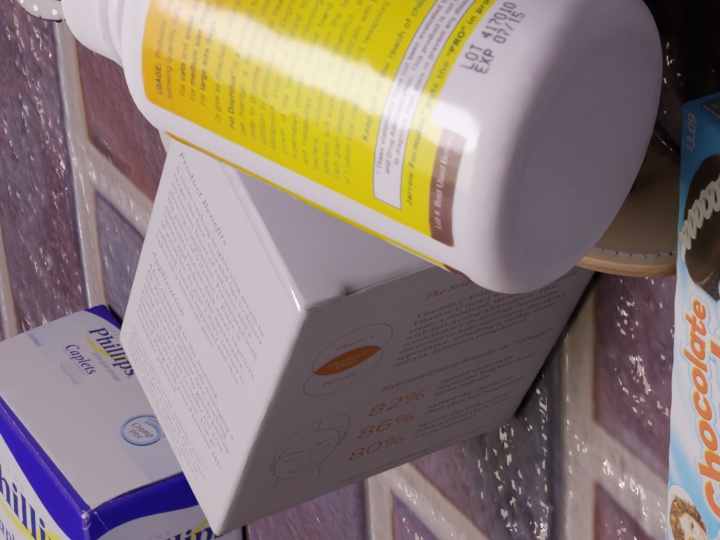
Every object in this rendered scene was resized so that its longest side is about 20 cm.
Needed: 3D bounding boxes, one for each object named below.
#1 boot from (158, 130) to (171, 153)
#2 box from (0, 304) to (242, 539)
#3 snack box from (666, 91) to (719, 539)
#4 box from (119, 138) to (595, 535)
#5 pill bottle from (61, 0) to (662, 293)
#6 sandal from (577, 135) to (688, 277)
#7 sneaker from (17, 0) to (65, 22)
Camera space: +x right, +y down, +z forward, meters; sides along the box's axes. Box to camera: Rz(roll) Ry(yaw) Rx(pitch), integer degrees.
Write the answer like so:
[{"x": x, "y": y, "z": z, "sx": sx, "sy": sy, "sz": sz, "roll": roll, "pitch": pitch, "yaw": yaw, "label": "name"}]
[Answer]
[{"x": -0.086, "y": -0.134, "z": 1.210, "sx": 0.144, "sy": 0.072, "sz": 0.201, "roll": 168, "pitch": 98, "yaw": -67, "label": "boot"}, {"x": -0.156, "y": 0.159, "z": 1.567, "sx": 0.184, "sy": 0.105, "sz": 0.201, "roll": 43, "pitch": 144, "yaw": 46, "label": "box"}, {"x": 0.155, "y": 0.047, "z": 0.881, "sx": 0.116, "sy": 0.037, "sz": 0.201, "roll": 44, "pitch": 145, "yaw": 47, "label": "snack box"}, {"x": 0.000, "y": 0.000, "z": 1.040, "sx": 0.107, "sy": 0.152, "sz": 0.200, "roll": 61, "pitch": 154, "yaw": 22, "label": "box"}, {"x": -0.005, "y": -0.077, "z": 0.866, "sx": 0.199, "sy": 0.109, "sz": 0.110, "roll": 26, "pitch": 135, "yaw": 28, "label": "pill bottle"}, {"x": 0.046, "y": -0.081, "z": 0.925, "sx": 0.211, "sy": 0.078, "sz": 0.070, "roll": 39, "pitch": 145, "yaw": 25, "label": "sandal"}, {"x": -0.165, "y": -0.193, "z": 1.352, "sx": 0.200, "sy": 0.073, "sz": 0.080, "roll": 39, "pitch": 140, "yaw": 49, "label": "sneaker"}]
